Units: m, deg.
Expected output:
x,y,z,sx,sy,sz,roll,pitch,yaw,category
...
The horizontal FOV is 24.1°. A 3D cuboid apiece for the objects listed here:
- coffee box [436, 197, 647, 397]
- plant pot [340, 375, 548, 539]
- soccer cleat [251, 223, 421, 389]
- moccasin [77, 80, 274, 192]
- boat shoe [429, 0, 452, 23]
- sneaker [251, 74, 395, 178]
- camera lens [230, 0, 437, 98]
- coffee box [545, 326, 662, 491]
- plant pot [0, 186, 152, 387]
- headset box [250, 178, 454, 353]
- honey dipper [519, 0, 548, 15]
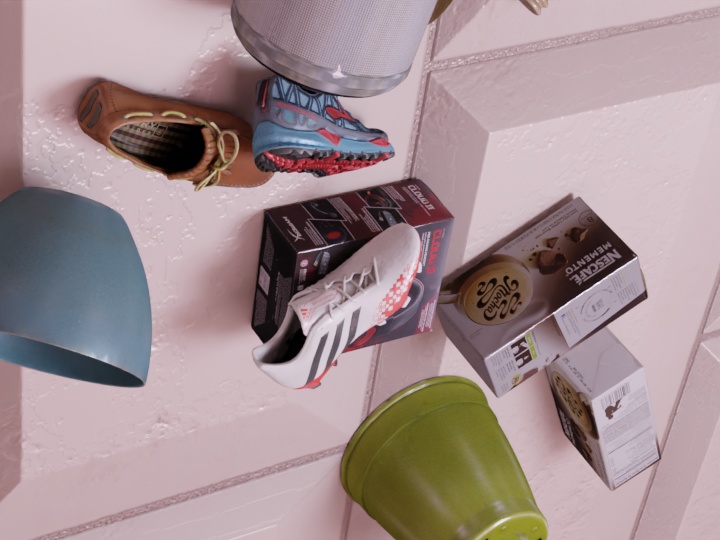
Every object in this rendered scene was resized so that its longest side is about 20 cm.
x,y,z,sx,sy,sz,roll,pitch,yaw,category
0.193,0.028,1.812,0.199,0.113,0.080,-33,140,-7,coffee box
0.109,0.258,1.910,0.199,0.193,0.201,-20,136,-20,plant pot
-0.021,0.032,1.588,0.200,0.069,0.085,-47,142,15,soccer cleat
-0.149,-0.109,1.466,0.201,0.078,0.074,23,111,-46,moccasin
0.074,-0.302,1.442,0.072,0.065,0.200,-43,166,-41,boat shoe
-0.031,-0.139,1.526,0.079,0.096,0.200,-11,175,25,sneaker
-0.008,-0.255,1.375,0.159,0.160,0.201,-2,128,-36,camera lens
0.288,0.156,2.014,0.080,0.113,0.200,-31,140,-9,coffee box
-0.261,0.008,1.429,0.200,0.199,0.136,28,71,-48,plant pot
0.000,0.000,1.681,0.199,0.075,0.149,-13,132,-28,headset box
0.224,-0.324,1.589,0.200,0.038,0.038,-46,140,1,honey dipper
